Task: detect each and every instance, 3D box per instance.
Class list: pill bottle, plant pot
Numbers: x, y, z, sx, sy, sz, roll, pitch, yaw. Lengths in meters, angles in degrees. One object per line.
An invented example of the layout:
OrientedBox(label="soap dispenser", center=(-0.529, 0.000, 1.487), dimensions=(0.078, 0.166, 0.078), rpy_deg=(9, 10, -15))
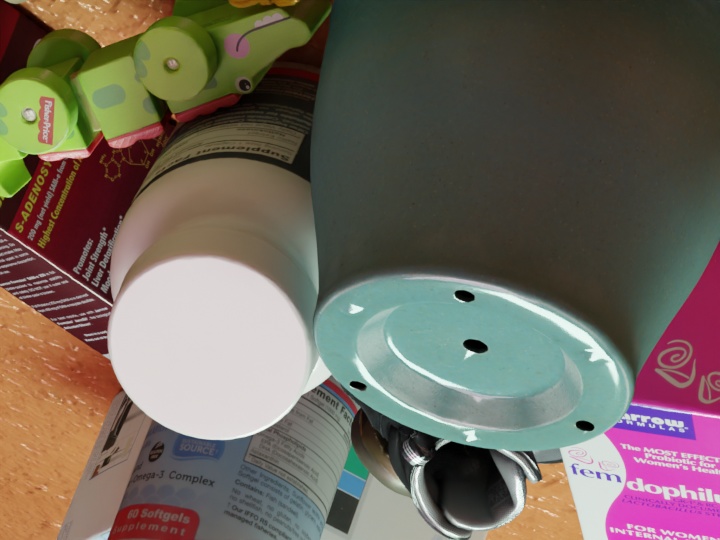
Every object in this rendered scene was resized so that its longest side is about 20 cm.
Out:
OrientedBox(label="pill bottle", center=(-0.062, 0.096, 1.465), dimensions=(0.108, 0.201, 0.109), rpy_deg=(15, 153, 8))
OrientedBox(label="pill bottle", center=(-0.049, -0.007, 1.227), dimensions=(0.119, 0.200, 0.120), rpy_deg=(4, 116, 8))
OrientedBox(label="plant pot", center=(0.064, -0.037, 1.123), dimensions=(0.199, 0.189, 0.200), rpy_deg=(12, 148, 8))

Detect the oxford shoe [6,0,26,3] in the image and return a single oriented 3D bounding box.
OrientedBox(label="oxford shoe", center=(-0.207, -0.179, 1.160), dimensions=(0.200, 0.074, 0.071), rpy_deg=(50, 177, -37))

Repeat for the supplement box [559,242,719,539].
OrientedBox(label="supplement box", center=(0.164, 0.072, 1.381), dimensions=(0.101, 0.104, 0.200), rpy_deg=(8, 150, 18))

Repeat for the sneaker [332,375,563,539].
OrientedBox(label="sneaker", center=(0.066, 0.090, 1.381), dimensions=(0.075, 0.114, 0.200), rpy_deg=(-42, 139, 21))

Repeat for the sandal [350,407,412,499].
OrientedBox(label="sandal", center=(0.032, 0.102, 1.488), dimensions=(0.082, 0.055, 0.200), rpy_deg=(44, -165, 7))

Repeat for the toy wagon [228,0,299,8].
OrientedBox(label="toy wagon", center=(-0.082, -0.184, 1.128), dimensions=(0.155, 0.040, 0.200), rpy_deg=(1, 149, 33))

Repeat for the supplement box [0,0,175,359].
OrientedBox(label="supplement box", center=(-0.162, -0.050, 1.358), dimensions=(0.200, 0.109, 0.061), rpy_deg=(36, 151, -32))

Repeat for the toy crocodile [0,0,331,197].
OrientedBox(label="toy crocodile", center=(-0.104, -0.086, 1.246), dimensions=(0.199, 0.068, 0.062), rpy_deg=(-18, 111, 20))

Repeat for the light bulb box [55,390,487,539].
OrientedBox(label="light bulb box", center=(-0.051, 0.147, 1.641), dimensions=(0.198, 0.125, 0.200), rpy_deg=(29, 153, -18))
